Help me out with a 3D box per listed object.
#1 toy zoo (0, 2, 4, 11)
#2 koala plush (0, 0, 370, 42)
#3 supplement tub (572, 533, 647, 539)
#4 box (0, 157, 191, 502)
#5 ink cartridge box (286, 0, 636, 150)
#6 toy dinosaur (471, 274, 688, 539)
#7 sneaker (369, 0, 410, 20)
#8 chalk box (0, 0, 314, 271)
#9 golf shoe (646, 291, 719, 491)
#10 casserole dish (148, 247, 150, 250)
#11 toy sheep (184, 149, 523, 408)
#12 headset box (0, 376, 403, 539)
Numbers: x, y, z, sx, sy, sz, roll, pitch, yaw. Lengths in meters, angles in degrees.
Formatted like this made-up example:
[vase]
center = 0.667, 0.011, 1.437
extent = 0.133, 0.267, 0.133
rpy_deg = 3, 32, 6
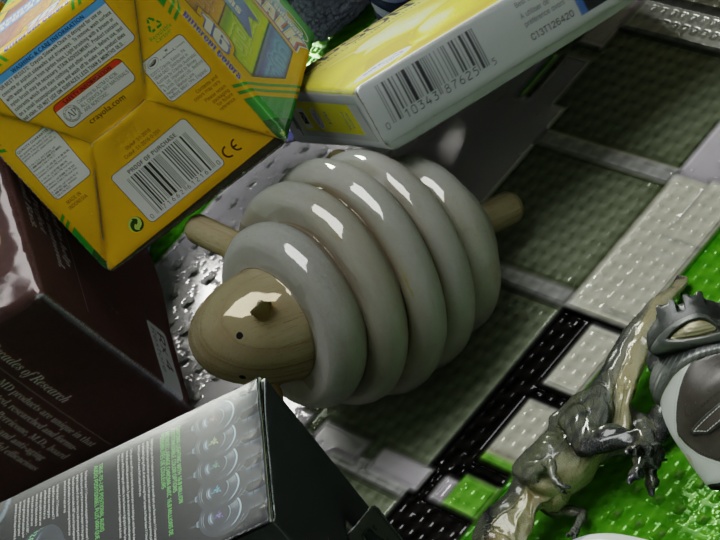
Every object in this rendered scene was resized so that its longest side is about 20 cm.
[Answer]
[toy zoo]
center = -0.248, -0.130, 1.852
extent = 0.131, 0.020, 0.200
rpy_deg = -33, 36, 6
[koala plush]
center = -0.126, -0.192, 1.670
extent = 0.200, 0.184, 0.177
rpy_deg = -40, 57, 12
[supplement tub]
center = 0.082, 0.213, 1.104
extent = 0.122, 0.123, 0.200
rpy_deg = 8, 54, 45
[box]
center = -0.227, 0.023, 1.504
extent = 0.200, 0.164, 0.166
rpy_deg = -28, 57, 13
[ink cartridge box]
center = 0.053, -0.130, 1.497
extent = 0.198, 0.047, 0.200
rpy_deg = -34, 16, -14
[toy dinosaur]
center = 0.120, 0.071, 1.300
extent = 0.088, 0.047, 0.200
rpy_deg = 4, 48, 51
[sneaker]
center = 0.024, -0.222, 1.631
extent = 0.070, 0.109, 0.200
rpy_deg = -16, 44, 22
[chalk box]
center = -0.111, -0.114, 1.476
extent = 0.124, 0.124, 0.200
rpy_deg = -37, 17, 17
[golf shoe]
center = 0.227, 0.039, 1.235
extent = 0.200, 0.078, 0.095
rpy_deg = -18, 68, 11
[casserole dish]
center = -0.172, -0.033, 1.666
extent = 0.121, 0.039, 0.200
rpy_deg = -25, 38, 15
[toy sheep]
center = 0.000, 0.000, 1.409
extent = 0.200, 0.138, 0.138
rpy_deg = -30, 30, -29
[headset box]
center = -0.071, 0.162, 1.245
extent = 0.200, 0.174, 0.093
rpy_deg = -27, 37, 16
